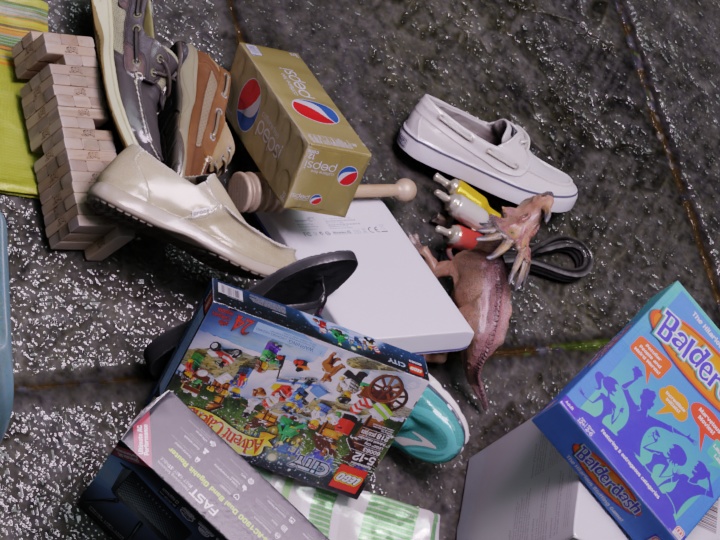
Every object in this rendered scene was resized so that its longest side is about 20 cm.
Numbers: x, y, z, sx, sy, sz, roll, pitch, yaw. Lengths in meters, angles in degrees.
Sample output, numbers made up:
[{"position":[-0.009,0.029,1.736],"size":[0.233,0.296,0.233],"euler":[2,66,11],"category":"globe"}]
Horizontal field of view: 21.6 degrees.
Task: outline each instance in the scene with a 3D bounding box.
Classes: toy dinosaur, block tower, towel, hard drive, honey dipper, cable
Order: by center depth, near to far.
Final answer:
[{"position":[-0.024,0.248,1.606],"size":[0.200,0.023,0.153],"euler":[20,57,-22],"category":"towel"},{"position":[-0.250,-0.111,1.626],"size":[0.058,0.054,0.200],"euler":[0,68,-42],"category":"block tower"},{"position":[-0.310,-0.158,1.648],"size":[0.086,0.018,0.200],"euler":[7,62,-28],"category":"towel"},{"position":[0.000,0.000,1.701],"size":[0.132,0.025,0.200],"euler":[-3,43,-33],"category":"hard drive"},{"position":[0.113,0.026,1.725],"size":[0.086,0.135,0.201],"euler":[6,83,-36],"category":"toy dinosaur"},{"position":[-0.029,-0.071,1.728],"size":[0.200,0.038,0.038],"euler":[-1,66,-36],"category":"honey dipper"},{"position":[0.150,-0.023,1.840],"size":[0.200,0.050,0.097],"euler":[19,52,-21],"category":"cable"}]

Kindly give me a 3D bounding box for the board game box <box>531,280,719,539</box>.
[{"position":[0.254,0.122,1.575],"size":[0.152,0.045,0.200],"euler":[49,49,1],"category":"board game box"}]

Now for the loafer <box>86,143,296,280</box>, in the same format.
[{"position":[-0.131,-0.047,1.593],"size":[0.200,0.076,0.068],"euler":[26,79,-27],"category":"loafer"}]

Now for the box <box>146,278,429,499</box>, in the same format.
[{"position":[-0.061,0.102,1.576],"size":[0.200,0.137,0.038],"euler":[21,26,-18],"category":"box"}]

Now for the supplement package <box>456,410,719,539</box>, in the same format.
[{"position":[0.197,0.221,1.644],"size":[0.150,0.200,0.152],"euler":[25,55,-19],"category":"supplement package"}]

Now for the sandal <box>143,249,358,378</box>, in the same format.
[{"position":[-0.085,0.047,1.597],"size":[0.200,0.075,0.048],"euler":[-29,68,1],"category":"sandal"}]

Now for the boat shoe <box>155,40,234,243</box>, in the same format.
[{"position":[-0.147,-0.115,1.691],"size":[0.074,0.076,0.200],"euler":[19,58,-26],"category":"boat shoe"}]

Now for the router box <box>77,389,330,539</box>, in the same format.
[{"position":[-0.118,0.204,1.475],"size":[0.200,0.150,0.062],"euler":[43,57,3],"category":"router box"}]

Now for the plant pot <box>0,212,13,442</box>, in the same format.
[{"position":[-0.352,0.038,1.401],"size":[0.195,0.200,0.197],"euler":[7,62,-28],"category":"plant pot"}]

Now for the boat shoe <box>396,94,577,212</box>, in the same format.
[{"position":[0.135,-0.119,1.863],"size":[0.200,0.066,0.072],"euler":[22,24,-16],"category":"boat shoe"}]

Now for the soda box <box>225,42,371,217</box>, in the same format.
[{"position":[-0.062,-0.128,1.693],"size":[0.064,0.068,0.200],"euler":[9,28,-28],"category":"soda box"}]

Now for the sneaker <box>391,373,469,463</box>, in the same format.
[{"position":[0.003,0.109,1.654],"size":[0.200,0.078,0.080],"euler":[34,23,-1],"category":"sneaker"}]

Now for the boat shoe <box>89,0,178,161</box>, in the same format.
[{"position":[-0.194,-0.181,1.664],"size":[0.066,0.072,0.201],"euler":[-16,61,0],"category":"boat shoe"}]
